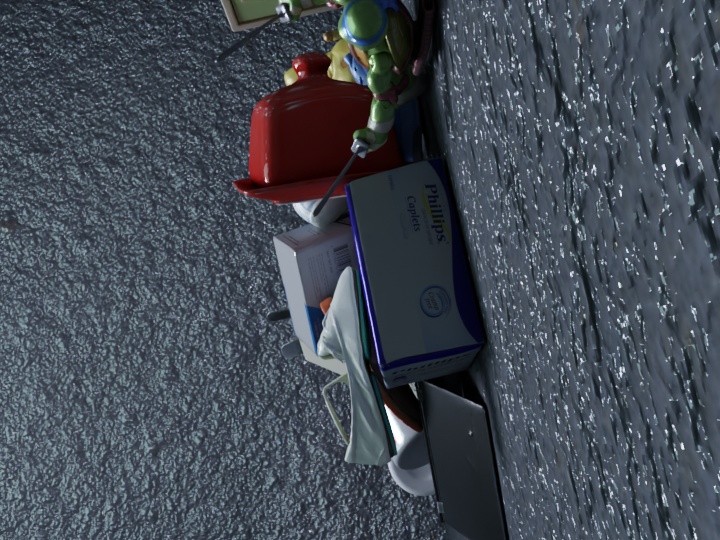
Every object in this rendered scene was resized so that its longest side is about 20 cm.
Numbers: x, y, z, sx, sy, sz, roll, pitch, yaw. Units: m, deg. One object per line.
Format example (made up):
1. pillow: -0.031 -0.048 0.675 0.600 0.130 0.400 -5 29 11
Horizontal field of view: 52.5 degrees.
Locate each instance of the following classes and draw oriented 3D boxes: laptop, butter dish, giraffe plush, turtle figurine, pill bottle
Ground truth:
1. laptop: 0.140 0.208 0.879 0.199 0.113 0.193 -32 -66 -59
2. butter dish: -0.046 -0.158 0.794 0.199 0.194 0.152 -142 45 -73
3. giraffe plush: 0.002 -0.251 1.081 0.199 0.170 0.166 -29 80 55
4. turtle figurine: -0.018 -0.182 0.650 0.203 0.142 0.194 -59 -8 19
5. pill bottle: 0.105 0.313 1.253 0.200 0.116 0.123 74 -175 -79
6. pill bottle: 0.059 0.178 1.091 0.202 0.117 0.121 59 169 35

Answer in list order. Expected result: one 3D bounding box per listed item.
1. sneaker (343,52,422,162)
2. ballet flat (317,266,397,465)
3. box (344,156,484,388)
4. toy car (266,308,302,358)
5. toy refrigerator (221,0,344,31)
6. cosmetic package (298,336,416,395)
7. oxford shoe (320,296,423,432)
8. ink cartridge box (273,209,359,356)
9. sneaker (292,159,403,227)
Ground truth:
1. sneaker: 0.026 -0.216 0.854 0.066 0.076 0.206 85 173 -81
2. ballet flat: -0.012 0.101 0.749 0.069 0.067 0.206 68 -170 -85
3. box: 0.054 0.014 0.771 0.200 0.102 0.189 77 -179 -75
4. toy car: -0.068 0.110 1.299 0.159 0.194 0.168 -70 -31 -54
5. toy refrigerator: -0.059 -0.330 0.804 0.076 0.194 0.072 77 -179 -70
6. cosmetic package: 0.020 0.102 1.032 0.106 0.196 0.072 -56 -29 -32
7. oxford shoe: 0.033 0.105 0.888 0.202 0.072 0.071 56 177 -9
8. ink cartridge box: 0.000 0.000 0.963 0.084 0.196 0.148 30 136 57
9. sneaker: -0.006 -0.125 0.953 0.073 0.198 0.073 45 146 23
